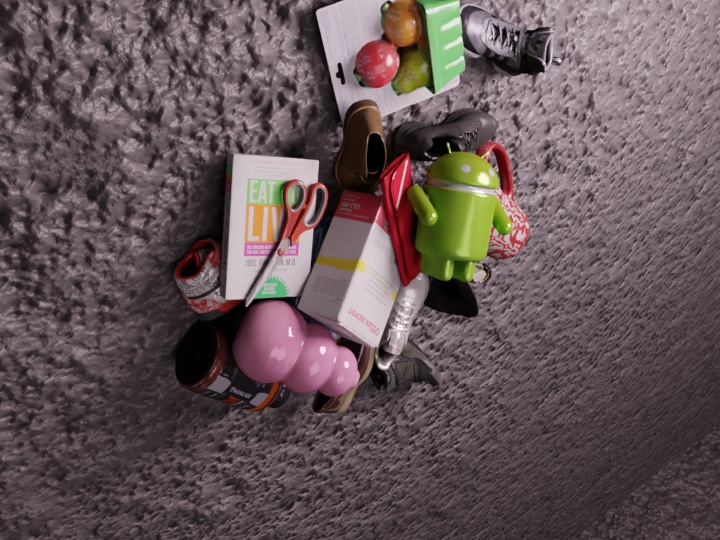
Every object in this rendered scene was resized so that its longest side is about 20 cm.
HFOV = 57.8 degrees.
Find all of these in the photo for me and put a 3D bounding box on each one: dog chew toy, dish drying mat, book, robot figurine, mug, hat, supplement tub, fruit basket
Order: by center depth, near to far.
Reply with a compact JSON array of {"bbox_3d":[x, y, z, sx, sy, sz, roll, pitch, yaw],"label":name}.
[{"bbox_3d":[0.045,-0.315,0.928,0.197,0.094,0.187,-20,133,-3],"label":"fruit basket"},{"bbox_3d":[-0.134,-0.063,0.945,0.132,0.048,0.204,-2,103,-33],"label":"book"},{"bbox_3d":[-0.092,0.129,0.996,0.198,0.125,0.126,27,107,-12],"label":"dog chew toy"},{"bbox_3d":[0.147,-0.088,1.001,0.173,0.115,0.204,4,100,-28],"label":"robot figurine"},{"bbox_3d":[0.070,-0.074,1.008,0.077,0.018,0.202,-51,139,-39],"label":"dish drying mat"},{"bbox_3d":[-0.198,0.168,1.073,0.107,0.107,0.199,-50,136,6],"label":"supplement tub"},{"bbox_3d":[0.145,-0.007,1.166,0.081,0.199,0.202,-51,140,-23],"label":"hat"},{"bbox_3d":[0.230,-0.113,1.169,0.178,0.134,0.199,-45,142,17],"label":"mug"}]

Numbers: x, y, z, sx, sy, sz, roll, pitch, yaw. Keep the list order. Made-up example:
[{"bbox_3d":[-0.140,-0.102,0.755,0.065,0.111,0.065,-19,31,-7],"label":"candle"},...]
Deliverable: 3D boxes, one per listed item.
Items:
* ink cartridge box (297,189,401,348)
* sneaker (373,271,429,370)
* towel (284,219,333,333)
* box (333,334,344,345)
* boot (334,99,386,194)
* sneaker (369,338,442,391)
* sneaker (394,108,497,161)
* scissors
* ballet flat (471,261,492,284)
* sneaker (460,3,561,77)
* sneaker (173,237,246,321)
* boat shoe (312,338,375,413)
[{"bbox_3d":[0.000,0.000,1.019,0.145,0.082,0.203,41,67,-56],"label":"ink cartridge box"},{"bbox_3d":[0.073,0.089,1.151,0.074,0.100,0.202,14,121,-18],"label":"sneaker"},{"bbox_3d":[-0.062,0.020,1.076,0.110,0.048,0.204,6,103,-42],"label":"towel"},{"bbox_3d":[-0.038,0.104,1.196,0.198,0.038,0.138,-30,135,-16],"label":"box"},{"bbox_3d":[0.004,-0.154,0.984,0.072,0.076,0.201,-12,147,-11],"label":"boot"},{"bbox_3d":[0.087,0.205,1.343,0.114,0.076,0.199,-47,134,5],"label":"sneaker"},{"bbox_3d":[0.155,-0.211,1.067,0.198,0.091,0.077,-21,123,-26],"label":"sneaker"},{"bbox_3d":[-0.104,-0.035,0.937,0.072,0.014,0.203,18,92,-37],"label":"scissors"},{"bbox_3d":[0.190,-0.013,1.260,0.198,0.073,0.074,19,109,-44],"label":"ballet flat"},{"bbox_3d":[0.227,-0.352,0.991,0.198,0.113,0.077,11,95,-44],"label":"sneaker"},{"bbox_3d":[-0.180,-0.014,0.978,0.200,0.067,0.109,-33,138,-9],"label":"sneaker"},{"bbox_3d":[-0.036,0.180,1.178,0.071,0.072,0.202,1,126,-39],"label":"boat shoe"}]
